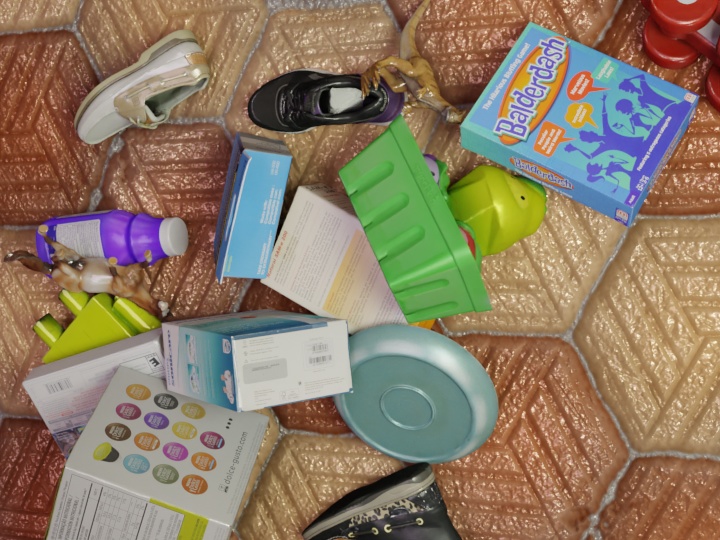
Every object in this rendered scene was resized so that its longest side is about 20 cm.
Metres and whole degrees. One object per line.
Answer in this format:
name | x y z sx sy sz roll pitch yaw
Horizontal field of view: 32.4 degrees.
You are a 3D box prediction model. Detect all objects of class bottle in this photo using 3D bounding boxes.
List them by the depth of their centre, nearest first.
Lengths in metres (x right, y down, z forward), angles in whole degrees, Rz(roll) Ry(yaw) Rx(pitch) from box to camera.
bottle | -0.313 -0.035 1.565 0.198 0.065 0.084 -6 102 24

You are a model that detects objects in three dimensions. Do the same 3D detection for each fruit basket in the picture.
fruit basket | 0.103 -0.062 1.314 0.213 0.156 0.218 -7 61 13

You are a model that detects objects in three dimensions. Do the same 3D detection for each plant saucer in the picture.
plant saucer | 0.056 0.148 1.397 0.198 0.028 0.202 10 128 13

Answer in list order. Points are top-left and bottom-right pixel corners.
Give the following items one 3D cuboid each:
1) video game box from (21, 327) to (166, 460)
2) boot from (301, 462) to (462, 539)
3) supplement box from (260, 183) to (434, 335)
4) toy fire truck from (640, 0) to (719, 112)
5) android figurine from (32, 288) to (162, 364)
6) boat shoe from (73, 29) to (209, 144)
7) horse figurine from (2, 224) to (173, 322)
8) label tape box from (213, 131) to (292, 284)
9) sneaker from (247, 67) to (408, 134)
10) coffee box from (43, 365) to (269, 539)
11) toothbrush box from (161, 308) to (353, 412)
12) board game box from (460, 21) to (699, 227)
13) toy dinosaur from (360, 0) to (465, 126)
video game box | -0.292 0.180 1.548 0.198 0.047 0.183 -17 110 18
boot | 0.037 0.326 1.451 0.203 0.073 0.155 -31 92 33
supplement box | 0.000 0.000 1.428 0.199 0.073 0.127 30 108 16
toy fire truck | 0.380 -0.260 1.219 0.200 0.112 0.168 41 86 16
android figurine | -0.325 0.114 1.592 0.200 0.041 0.182 43 110 3
boat shoe | -0.270 -0.209 1.522 0.199 0.075 0.069 -35 76 22
horse figurine | -0.324 0.001 1.503 0.198 0.133 0.050 11 66 0
label tape box | -0.122 -0.070 1.407 0.065 0.200 0.145 11 102 -12
sneaker | -0.051 -0.198 1.420 0.198 0.087 0.077 -2 95 24
coffee box | -0.242 0.271 1.448 0.196 0.200 0.201 20 120 -1
toothbrush box | -0.120 0.098 1.408 0.199 0.145 0.086 2 98 60
board game box | 0.225 -0.155 1.286 0.199 0.045 0.153 27 70 18
toy dinosaur | 0.055 -0.218 1.344 0.061 0.105 0.201 108 151 -51
